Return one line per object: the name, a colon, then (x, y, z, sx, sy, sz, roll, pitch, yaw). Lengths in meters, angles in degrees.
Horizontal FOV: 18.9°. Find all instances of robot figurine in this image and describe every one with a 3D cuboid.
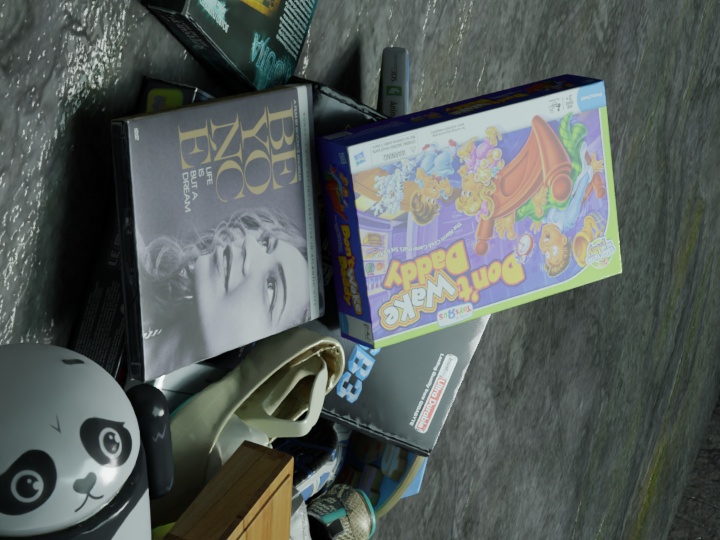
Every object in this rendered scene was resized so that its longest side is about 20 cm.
robot figurine: (-0.170, 0.133, 1.134, 0.151, 0.124, 0.201, -82, 174, -52)

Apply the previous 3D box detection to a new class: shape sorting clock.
shape sorting clock: (0.018, 0.096, 1.657, 0.200, 0.039, 0.201, -166, -90, -68)

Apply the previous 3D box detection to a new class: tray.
tray: (-0.076, 0.209, 1.251, 0.099, 0.037, 0.201, -49, 150, -50)

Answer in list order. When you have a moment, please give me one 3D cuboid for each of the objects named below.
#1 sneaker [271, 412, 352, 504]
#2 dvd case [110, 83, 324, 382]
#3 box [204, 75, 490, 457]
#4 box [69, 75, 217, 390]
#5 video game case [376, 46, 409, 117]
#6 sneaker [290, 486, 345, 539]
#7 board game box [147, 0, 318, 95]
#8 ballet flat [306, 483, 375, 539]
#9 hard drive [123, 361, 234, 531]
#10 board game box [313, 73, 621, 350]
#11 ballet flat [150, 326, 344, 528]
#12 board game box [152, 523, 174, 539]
sneaker: (-0.047, 0.145, 1.585, 0.200, 0.075, 0.077, -43, 143, -60)
dvd case: (-0.080, -0.027, 1.284, 0.200, 0.016, 0.149, -20, 109, -59)
box: (0.000, 0.000, 1.434, 0.198, 0.050, 0.201, 25, 90, -30)
box: (-0.122, -0.008, 1.313, 0.110, 0.035, 0.201, 23, 82, -71)
video game case: (0.017, -0.032, 1.598, 0.182, 0.022, 0.201, -88, -177, -49)
sneaker: (-0.034, 0.212, 1.508, 0.082, 0.075, 0.200, -45, 152, -5)
board game box: (-0.069, -0.189, 1.342, 0.200, 0.028, 0.136, 45, 62, -70)
ballet flat: (-0.047, 0.218, 1.637, 0.075, 0.068, 0.200, -17, 159, -22)
hard drive: (-0.128, 0.152, 1.310, 0.132, 0.027, 0.201, 20, 86, -69)
board game box: (0.074, -0.041, 1.413, 0.199, 0.045, 0.135, -17, 108, -27)
ballet flat: (-0.069, 0.094, 1.293, 0.200, 0.069, 0.070, -48, 148, -49)
board game box: (-0.124, 0.256, 1.288, 0.102, 0.047, 0.201, -31, 134, -60)
